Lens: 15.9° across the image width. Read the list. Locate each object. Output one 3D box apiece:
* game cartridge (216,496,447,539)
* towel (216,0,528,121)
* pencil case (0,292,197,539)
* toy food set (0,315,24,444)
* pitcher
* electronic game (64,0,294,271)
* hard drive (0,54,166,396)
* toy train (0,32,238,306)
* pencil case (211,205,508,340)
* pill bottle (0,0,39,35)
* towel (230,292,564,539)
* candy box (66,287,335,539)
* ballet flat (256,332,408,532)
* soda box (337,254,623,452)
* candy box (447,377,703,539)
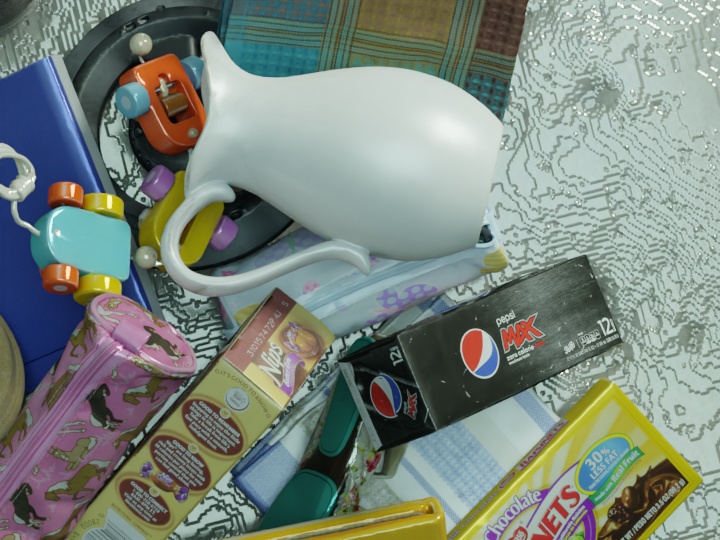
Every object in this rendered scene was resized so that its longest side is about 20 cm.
[{"bbox_3d":[-0.021,0.253,1.701,0.176,0.032,0.200,-11,118,-6],"label":"game cartridge"},{"bbox_3d":[0.008,-0.168,1.678,0.200,0.022,0.147,7,127,-4],"label":"towel"},{"bbox_3d":[-0.185,0.106,1.609,0.083,0.087,0.200,31,106,-27],"label":"pencil case"},{"bbox_3d":[-0.316,0.066,1.666,0.200,0.049,0.198,-8,52,-31],"label":"toy food set"},{"bbox_3d":[-0.020,-0.052,1.642,0.200,0.121,0.172,12,78,1],"label":"pitcher"},{"bbox_3d":[-0.118,-0.096,1.746,0.200,0.042,0.200,-2,74,6],"label":"electronic game"},{"bbox_3d":[-0.220,-0.027,1.724,0.132,0.025,0.200,-23,88,25],"label":"hard drive"},{"bbox_3d":[-0.162,-0.057,1.665,0.200,0.056,0.150,-34,95,-42],"label":"toy train"},{"bbox_3d":[0.000,0.000,1.736,0.200,0.091,0.083,-24,123,-1],"label":"pencil case"},{"bbox_3d":[-0.261,-0.219,1.676,0.114,0.200,0.114,0,86,-6],"label":"pill bottle"},{"bbox_3d":[0.027,0.123,1.768,0.200,0.024,0.147,-44,91,-6],"label":"towel"},{"bbox_3d":[-0.108,0.113,1.664,0.056,0.117,0.200,40,118,-2],"label":"candy box"},{"bbox_3d":[-0.008,0.138,1.721,0.064,0.076,0.200,28,89,-32],"label":"ballet flat"},{"bbox_3d":[0.082,0.053,1.706,0.200,0.063,0.071,-22,88,-44],"label":"soda box"},{"bbox_3d":[0.132,0.178,1.763,0.200,0.026,0.102,-45,103,-7],"label":"candy box"}]
